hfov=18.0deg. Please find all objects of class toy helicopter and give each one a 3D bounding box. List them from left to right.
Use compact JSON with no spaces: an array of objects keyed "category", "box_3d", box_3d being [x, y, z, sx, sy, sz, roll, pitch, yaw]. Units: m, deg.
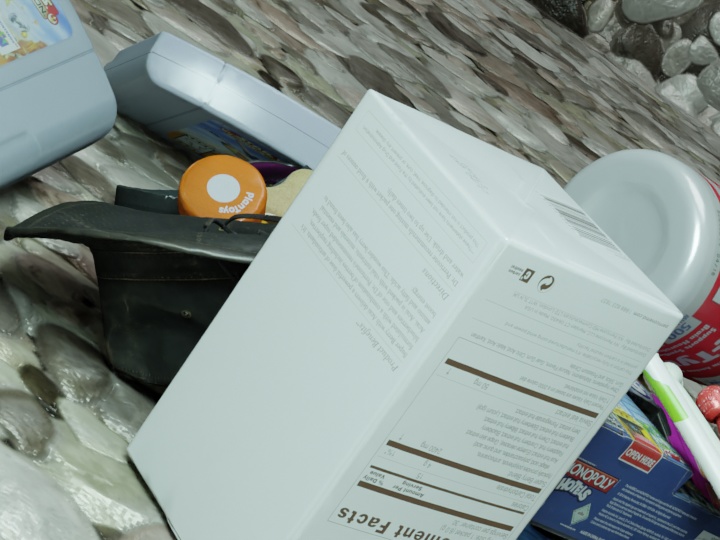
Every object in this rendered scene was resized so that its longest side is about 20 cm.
[{"category":"toy helicopter","box_3d":[0.000,0.000,1.208,0.199,0.079,0.133,-12,58,-17]}]

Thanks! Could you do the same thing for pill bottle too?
[{"category":"pill bottle","box_3d":[0.204,0.007,1.363,0.200,0.112,0.112,24,18,-49]}]

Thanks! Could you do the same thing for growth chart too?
[{"category":"growth chart","box_3d":[0.183,0.106,1.126,0.145,0.018,0.200,61,6,23]}]

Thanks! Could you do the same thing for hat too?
[{"category":"hat","box_3d":[-0.070,0.014,1.079,0.199,0.082,0.201,2,7,0]}]

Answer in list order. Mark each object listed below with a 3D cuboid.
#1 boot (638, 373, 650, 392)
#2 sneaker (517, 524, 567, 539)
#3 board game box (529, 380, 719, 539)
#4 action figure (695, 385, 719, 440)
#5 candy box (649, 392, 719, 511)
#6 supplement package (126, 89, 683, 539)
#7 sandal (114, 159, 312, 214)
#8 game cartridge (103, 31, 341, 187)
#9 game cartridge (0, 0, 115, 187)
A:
[{"category":"boot","box_3d":[0.090,0.023,1.339,0.200,0.066,0.176,27,28,-48]},{"category":"sneaker","box_3d":[0.070,0.129,1.126,0.199,0.071,0.083,37,6,-13]},{"category":"board game box","box_3d":[0.086,0.053,1.123,0.200,0.062,0.200,28,19,-51]},{"category":"action figure","box_3d":[0.252,0.138,1.218,0.200,0.065,0.052,47,39,10]},{"category":"candy box","box_3d":[0.228,0.173,1.292,0.200,0.061,0.137,37,16,-17]},{"category":"supplement package","box_3d":[0.015,0.049,0.973,0.119,0.200,0.121,21,21,-42]},{"category":"sandal","box_3d":[-0.059,-0.042,1.322,0.075,0.048,0.200,12,3,35]},{"category":"game cartridge","box_3d":[-0.061,-0.081,1.419,0.199,0.042,0.133,30,-8,-18]},{"category":"game cartridge","box_3d":[-0.212,-0.142,1.180,0.201,0.041,0.133,57,37,-1]}]
